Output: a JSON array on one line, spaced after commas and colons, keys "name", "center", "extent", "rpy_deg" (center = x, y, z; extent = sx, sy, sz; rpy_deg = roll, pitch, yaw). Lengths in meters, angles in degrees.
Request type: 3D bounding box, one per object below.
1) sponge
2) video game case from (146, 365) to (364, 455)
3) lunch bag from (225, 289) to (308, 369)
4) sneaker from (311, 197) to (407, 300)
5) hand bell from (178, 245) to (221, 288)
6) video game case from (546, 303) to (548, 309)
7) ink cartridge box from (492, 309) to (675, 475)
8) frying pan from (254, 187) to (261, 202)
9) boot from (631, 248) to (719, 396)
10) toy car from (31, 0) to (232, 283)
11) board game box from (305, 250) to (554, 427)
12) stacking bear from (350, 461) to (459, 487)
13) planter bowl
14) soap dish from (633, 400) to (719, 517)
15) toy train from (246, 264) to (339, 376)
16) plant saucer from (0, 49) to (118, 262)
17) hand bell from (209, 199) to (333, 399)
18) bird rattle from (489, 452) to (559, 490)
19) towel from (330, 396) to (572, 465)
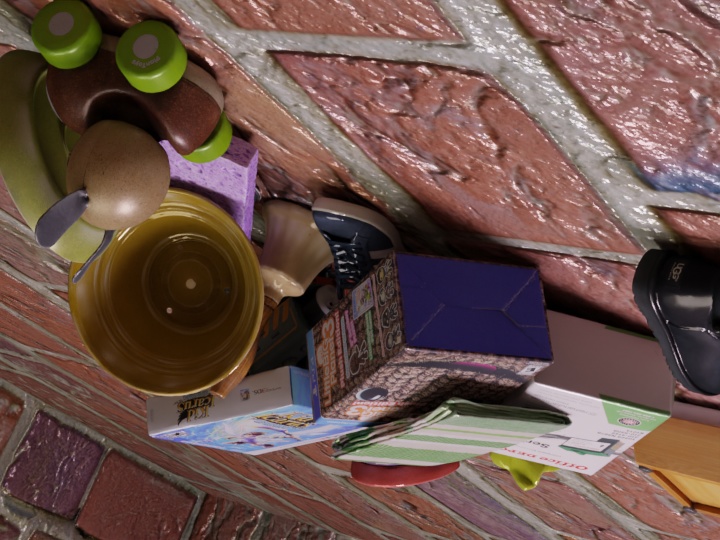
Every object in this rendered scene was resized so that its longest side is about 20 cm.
[{"name": "sponge", "center": [-0.157, -0.079, 1.462], "extent": [0.111, 0.030, 0.200], "rpy_deg": [21, 153, 4]}, {"name": "video game case", "center": [-0.095, 0.152, 1.607], "extent": [0.181, 0.046, 0.200], "rpy_deg": [-16, 161, 27]}, {"name": "lunch bag", "center": [-0.077, 0.082, 1.795], "extent": [0.199, 0.118, 0.164], "rpy_deg": [16, 164, 39]}, {"name": "sneaker", "center": [0.000, 0.000, 1.492], "extent": [0.075, 0.085, 0.200], "rpy_deg": [13, 161, 30]}, {"name": "hand bell", "center": [-0.182, -0.003, 1.617], "extent": [0.104, 0.105, 0.200], "rpy_deg": [29, 172, -22]}, {"name": "video game case", "center": [0.129, 0.065, 1.578], "extent": [0.142, 0.019, 0.200], "rpy_deg": [18, 157, 17]}, {"name": "ink cartridge box", "center": [0.209, 0.127, 1.520], "extent": [0.145, 0.085, 0.200], "rpy_deg": [14, 153, -8]}, {"name": "frying pan", "center": [-0.141, -0.093, 1.494], "extent": [0.115, 0.031, 0.190], "rpy_deg": [27, 167, -19]}, {"name": "boot", "center": [0.332, 0.058, 1.243], "extent": [0.168, 0.077, 0.200], "rpy_deg": [14, 156, 41]}, {"name": "toy car", "center": [-0.217, -0.094, 1.269], "extent": [0.157, 0.201, 0.164], "rpy_deg": [17, 163, 19]}, {"name": "board game box", "center": [0.061, 0.073, 1.440], "extent": [0.159, 0.097, 0.200], "rpy_deg": [6, 153, -24]}, {"name": "stacking bear", "center": [0.036, 0.133, 1.711], "extent": [0.121, 0.201, 0.114], "rpy_deg": [5, -166, 35]}, {"name": "planter bowl", "center": [-0.178, 0.016, 1.482], "extent": [0.199, 0.201, 0.083], "rpy_deg": [19, -170, 11]}, {"name": "soap dish", "center": [0.399, 0.219, 1.671], "extent": [0.157, 0.082, 0.200], "rpy_deg": [10, 161, 37]}, {"name": "toy train", "center": [-0.096, 0.060, 1.649], "extent": [0.200, 0.114, 0.085], "rpy_deg": [-38, 151, 29]}, {"name": "plant saucer", "center": [-0.262, -0.107, 1.356], "extent": [0.031, 0.201, 0.200], "rpy_deg": [-17, 149, 18]}, {"name": "hand bell", "center": [-0.097, 0.040, 1.526], "extent": [0.104, 0.201, 0.104], "rpy_deg": [24, 161, 9]}, {"name": "bird rattle", "center": [0.165, 0.176, 1.790], "extent": [0.199, 0.113, 0.163], "rpy_deg": [18, -168, 38]}, {"name": "towel", "center": [0.084, 0.161, 1.483], "extent": [0.152, 0.024, 0.200], "rpy_deg": [10, 156, -35]}]
